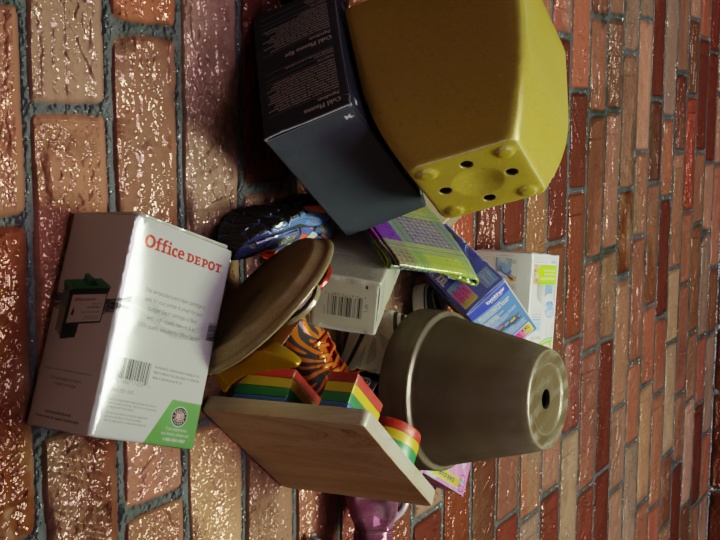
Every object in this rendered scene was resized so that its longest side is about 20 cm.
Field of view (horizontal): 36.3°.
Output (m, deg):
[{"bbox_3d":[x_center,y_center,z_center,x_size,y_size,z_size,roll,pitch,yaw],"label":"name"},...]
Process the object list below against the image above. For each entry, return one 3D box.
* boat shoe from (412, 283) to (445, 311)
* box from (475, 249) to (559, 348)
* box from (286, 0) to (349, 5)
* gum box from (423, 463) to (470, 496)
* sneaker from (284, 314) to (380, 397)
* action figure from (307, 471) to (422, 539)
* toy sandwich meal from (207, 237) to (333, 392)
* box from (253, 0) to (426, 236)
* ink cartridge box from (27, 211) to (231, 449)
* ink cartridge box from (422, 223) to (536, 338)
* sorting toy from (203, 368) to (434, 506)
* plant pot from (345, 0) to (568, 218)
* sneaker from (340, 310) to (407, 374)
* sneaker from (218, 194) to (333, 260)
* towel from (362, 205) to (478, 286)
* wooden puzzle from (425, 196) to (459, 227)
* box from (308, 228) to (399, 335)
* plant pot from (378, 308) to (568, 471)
[{"bbox_3d":[0.129,0.104,1.533,0.074,0.068,0.200,31,40,-58],"label":"boat shoe"},{"bbox_3d":[0.244,0.070,1.751,0.112,0.101,0.200,3,92,-58],"label":"box"},{"bbox_3d":[-0.067,-0.408,1.227,0.198,0.050,0.200,26,71,-58],"label":"box"},{"bbox_3d":[0.098,0.243,1.568,0.200,0.066,0.114,40,59,-53],"label":"gum box"},{"bbox_3d":[-0.030,0.109,1.295,0.078,0.112,0.200,-44,129,-48],"label":"sneaker"},{"bbox_3d":[0.022,0.338,1.393,0.134,0.149,0.200,29,55,-63],"label":"action figure"},{"bbox_3d":[-0.088,0.050,1.120,0.070,0.205,0.205,46,50,-17],"label":"toy sandwich meal"},{"bbox_3d":[-0.023,-0.174,1.214,0.200,0.104,0.182,48,26,-50],"label":"box"},{"bbox_3d":[-0.209,0.057,1.019,0.146,0.084,0.200,25,73,-57],"label":"ink cartridge box"},{"bbox_3d":[0.155,0.024,1.543,0.076,0.136,0.200,-42,145,-2],"label":"ink cartridge box"},{"bbox_3d":[-0.035,0.178,1.213,0.199,0.200,0.070,55,45,-47],"label":"sorting toy"},{"bbox_3d":[0.115,-0.174,1.155,0.194,0.195,0.200,45,35,-55],"label":"plant pot"},{"bbox_3d":[0.025,0.140,1.388,0.076,0.115,0.201,46,56,-51],"label":"sneaker"},{"bbox_3d":[-0.085,-0.034,1.227,0.200,0.075,0.079,-19,113,-55],"label":"sneaker"},{"bbox_3d":[0.048,-0.054,1.316,0.144,0.200,0.023,9,123,-38],"label":"towel"},{"bbox_3d":[0.103,-0.128,1.496,0.185,0.037,0.200,-45,143,-2],"label":"wooden puzzle"},{"bbox_3d":[0.000,0.000,1.295,0.200,0.082,0.068,-61,159,-65],"label":"box"},{"bbox_3d":[0.146,0.147,1.306,0.200,0.173,0.200,-3,94,-57],"label":"plant pot"}]
